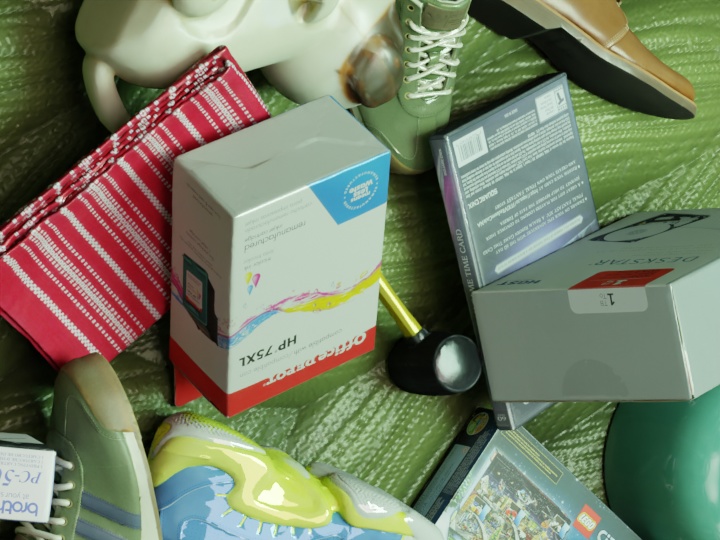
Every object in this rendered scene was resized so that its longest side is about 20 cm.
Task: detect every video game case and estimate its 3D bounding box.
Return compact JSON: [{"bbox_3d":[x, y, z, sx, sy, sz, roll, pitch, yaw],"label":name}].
[{"bbox_3d":[0.113,-0.014,1.854,0.143,0.019,0.201,-29,112,-47],"label":"video game case"}]

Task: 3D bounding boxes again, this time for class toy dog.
[{"bbox_3d":[-0.059,-0.159,1.691,0.199,0.139,0.195,14,87,-34],"label":"toy dog"}]

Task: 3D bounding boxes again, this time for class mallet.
[{"bbox_3d":[0.000,0.000,1.804,0.041,0.066,0.200,-43,100,-24],"label":"mallet"}]

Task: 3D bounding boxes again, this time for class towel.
[{"bbox_3d":[-0.126,-0.026,1.664,0.200,0.022,0.145,-41,141,-6],"label":"towel"}]

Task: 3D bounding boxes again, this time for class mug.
[{"bbox_3d":[0.264,0.119,1.930,0.151,0.114,0.186,17,85,-32],"label":"mug"}]

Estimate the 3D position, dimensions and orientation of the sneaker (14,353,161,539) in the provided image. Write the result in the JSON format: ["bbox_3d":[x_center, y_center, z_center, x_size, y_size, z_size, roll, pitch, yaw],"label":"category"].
[{"bbox_3d":[-0.170,0.156,1.666,0.090,0.067,0.201,-20,114,-25],"label":"sneaker"}]

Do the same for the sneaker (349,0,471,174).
[{"bbox_3d":[0.033,-0.157,1.775,0.067,0.090,0.201,-15,102,-32],"label":"sneaker"}]

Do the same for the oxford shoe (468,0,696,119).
[{"bbox_3d":[0.156,-0.164,1.868,0.200,0.071,0.072,33,71,-29],"label":"oxford shoe"}]

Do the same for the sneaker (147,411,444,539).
[{"bbox_3d":[-0.050,0.166,1.755,0.199,0.076,0.106,24,89,-13],"label":"sneaker"}]

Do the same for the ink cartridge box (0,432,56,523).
[{"bbox_3d":[-0.276,0.107,1.568,0.199,0.094,0.044,6,90,-17],"label":"ink cartridge box"}]

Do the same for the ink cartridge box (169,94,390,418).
[{"bbox_3d":[-0.051,0.007,1.695,0.116,0.067,0.201,-24,138,-28],"label":"ink cartridge box"}]

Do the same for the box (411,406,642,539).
[{"bbox_3d":[0.114,0.206,1.887,0.200,0.038,0.137,44,71,-27],"label":"box"}]

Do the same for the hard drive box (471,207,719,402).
[{"bbox_3d":[0.195,0.020,1.817,0.200,0.155,0.077,-25,107,-49],"label":"hard drive box"}]
